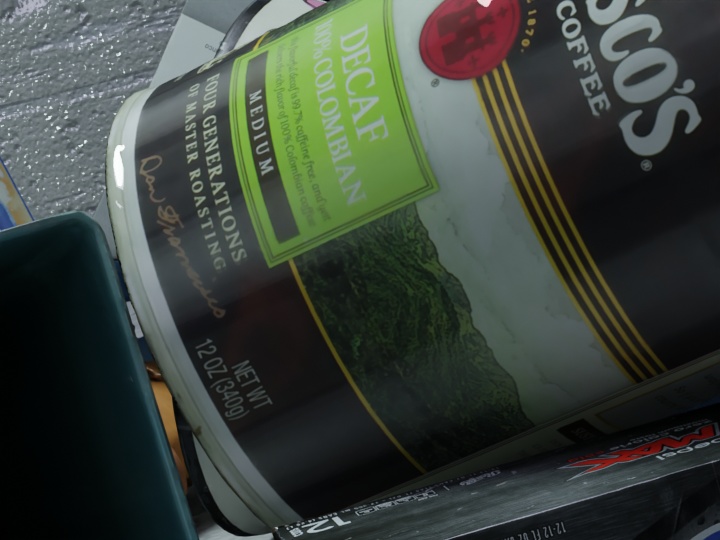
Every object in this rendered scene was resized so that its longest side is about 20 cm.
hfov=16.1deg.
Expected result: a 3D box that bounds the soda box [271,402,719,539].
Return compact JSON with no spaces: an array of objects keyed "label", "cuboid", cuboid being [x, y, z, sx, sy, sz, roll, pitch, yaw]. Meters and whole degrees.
[{"label":"soda box","cuboid":[0.084,0.072,0.635,0.200,0.063,0.071,-16,7,-9]}]

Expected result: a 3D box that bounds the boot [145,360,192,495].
[{"label":"boot","cuboid":[-0.078,0.069,1.003,0.155,0.077,0.200,-22,-2,-33]}]

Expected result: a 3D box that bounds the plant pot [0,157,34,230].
[{"label":"plant pot","cuboid":[-0.242,0.015,1.066,0.180,0.200,0.200,-30,-3,34]}]

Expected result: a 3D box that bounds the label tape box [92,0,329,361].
[{"label":"label tape box","cuboid":[-0.036,-0.038,1.050,0.063,0.200,0.144,27,7,28]}]

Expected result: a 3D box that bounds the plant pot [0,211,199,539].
[{"label":"plant pot","cuboid":[-0.142,0.083,0.726,0.141,0.141,0.200,-16,-3,-21]}]

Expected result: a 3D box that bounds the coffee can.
[{"label":"coffee can","cuboid":[0.053,-0.024,0.694,0.200,0.147,0.146,-25,2,19]}]

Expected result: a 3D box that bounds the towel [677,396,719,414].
[{"label":"towel","cuboid":[0.142,-0.028,0.820,0.112,0.200,0.049,-18,37,-31]}]

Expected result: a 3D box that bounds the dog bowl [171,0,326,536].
[{"label":"dog bowl","cuboid":[0.000,0.000,0.924,0.074,0.200,0.200,4,12,17]}]
